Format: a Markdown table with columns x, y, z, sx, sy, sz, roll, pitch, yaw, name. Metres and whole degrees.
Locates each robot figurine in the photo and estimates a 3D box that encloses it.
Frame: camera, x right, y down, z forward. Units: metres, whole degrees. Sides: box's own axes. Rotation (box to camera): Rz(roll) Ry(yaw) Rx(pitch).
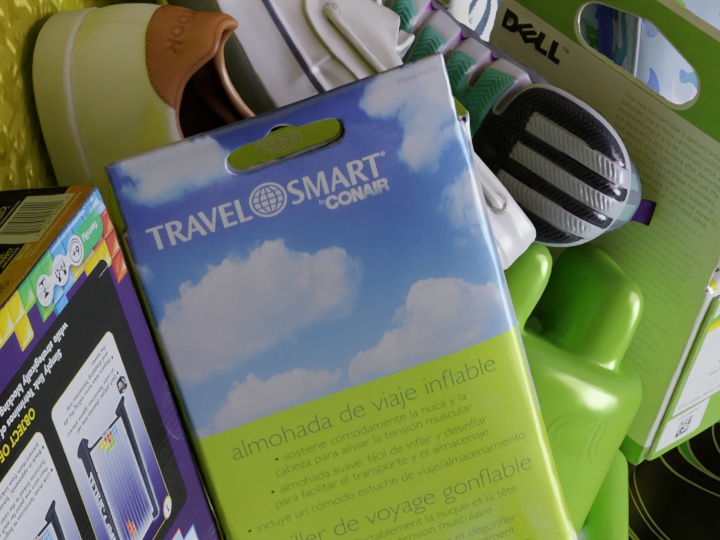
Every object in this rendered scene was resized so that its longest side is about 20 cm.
| x | y | z | sx | sy | sz | roll | pitch | yaw | name |
| --- | --- | --- | --- | --- | --- | --- | --- | --- | --- |
| 0.039 | 0.077 | 0.913 | 0.200 | 0.175 | 0.116 | -65 | -162 | 11 | robot figurine |

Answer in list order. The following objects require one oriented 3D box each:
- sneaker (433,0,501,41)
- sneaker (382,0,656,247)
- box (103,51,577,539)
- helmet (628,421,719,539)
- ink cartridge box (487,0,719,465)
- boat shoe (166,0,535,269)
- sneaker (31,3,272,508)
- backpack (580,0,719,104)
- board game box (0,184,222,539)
| x | y | z | sx | sy | sz | roll | pitch | yaw | name |
| --- | --- | --- | --- | --- | --- | --- | --- | --- | --- |
| 0.026 | -0.137 | 1.010 | 0.200 | 0.075 | 0.085 | 70 | 28 | -54 | sneaker |
| 0.028 | -0.071 | 0.909 | 0.074 | 0.200 | 0.088 | -54 | 160 | 9 | sneaker |
| -0.007 | 0.026 | 0.775 | 0.048 | 0.122 | 0.200 | -121 | -167 | -63 | box |
| 0.241 | 0.169 | 1.327 | 0.200 | 0.191 | 0.200 | -9 | 107 | -34 | helmet |
| 0.118 | -0.041 | 0.965 | 0.076 | 0.148 | 0.200 | -23 | 142 | -42 | ink cartridge box |
| -0.011 | -0.074 | 0.840 | 0.200 | 0.065 | 0.074 | 56 | -15 | 1 | boat shoe |
| -0.053 | 0.000 | 0.808 | 0.073 | 0.085 | 0.200 | -60 | 141 | -55 | sneaker |
| 0.167 | -0.094 | 1.160 | 0.200 | 0.147 | 0.183 | 15 | 69 | -33 | backpack |
| -0.116 | 0.094 | 0.681 | 0.200 | 0.057 | 0.166 | -60 | 141 | -53 | board game box |
